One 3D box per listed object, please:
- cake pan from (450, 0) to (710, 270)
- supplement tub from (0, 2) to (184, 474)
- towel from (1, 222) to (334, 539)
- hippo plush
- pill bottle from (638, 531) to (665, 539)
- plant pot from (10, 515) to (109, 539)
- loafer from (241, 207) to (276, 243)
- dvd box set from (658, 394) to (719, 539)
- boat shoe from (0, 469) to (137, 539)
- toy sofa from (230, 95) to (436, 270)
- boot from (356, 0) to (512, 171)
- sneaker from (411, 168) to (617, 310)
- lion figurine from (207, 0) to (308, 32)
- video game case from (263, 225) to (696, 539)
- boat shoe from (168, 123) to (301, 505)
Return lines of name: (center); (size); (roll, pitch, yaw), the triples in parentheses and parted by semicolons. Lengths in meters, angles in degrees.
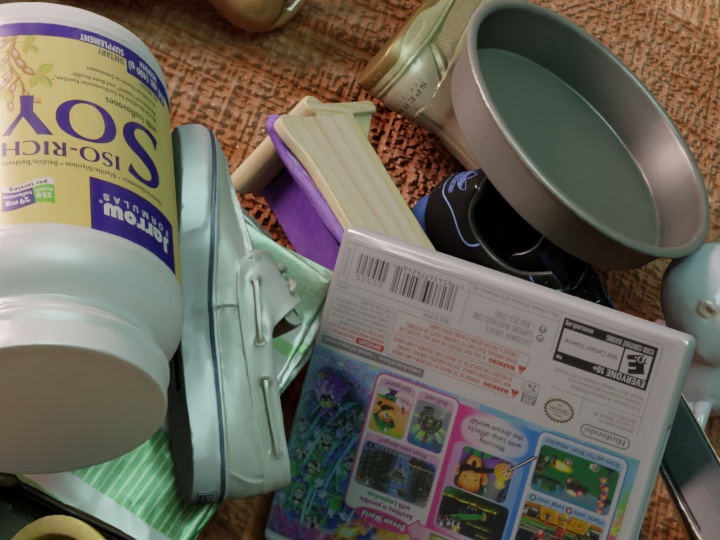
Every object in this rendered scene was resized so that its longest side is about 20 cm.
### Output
cake pan: (0.133, -0.081, 1.079); (0.200, 0.037, 0.201); (28, 38, -25)
supplement tub: (-0.162, -0.016, 0.867); (0.145, 0.146, 0.201); (6, 54, -21)
towel: (-0.116, 0.052, 0.954); (0.152, 0.023, 0.201); (32, 74, -3)
hippo plush: (0.263, 0.029, 1.129); (0.160, 0.201, 0.160); (-5, 39, 2)
pill bottle: (0.153, 0.219, 0.959); (0.112, 0.112, 0.201); (-14, 67, -31)
plant pot: (-0.064, 0.217, 0.831); (0.189, 0.200, 0.201); (5, 57, -36)
loafer: (-0.128, -0.028, 1.020); (0.200, 0.075, 0.070); (35, 75, 0)
dvd box set: (0.206, 0.166, 0.959); (0.029, 0.200, 0.147); (-26, 50, 4)
boat shoe: (-0.197, 0.121, 0.877); (0.199, 0.072, 0.072); (29, 40, -7)
toy sofa: (0.000, 0.000, 1.031); (0.097, 0.083, 0.201); (-11, 64, -50)
boot: (0.099, -0.128, 1.180); (0.155, 0.073, 0.200); (43, 39, -4)
sneaker: (0.118, 0.017, 1.074); (0.200, 0.078, 0.070); (42, 61, -10)
lion figurine: (-0.099, -0.205, 1.133); (0.199, 0.072, 0.123); (26, 86, -16)
video game case: (0.058, 0.091, 0.926); (0.199, 0.183, 0.024); (19, 9, 21)
boat shoe: (-0.067, 0.021, 0.926); (0.069, 0.071, 0.201); (-2, 80, -18)
